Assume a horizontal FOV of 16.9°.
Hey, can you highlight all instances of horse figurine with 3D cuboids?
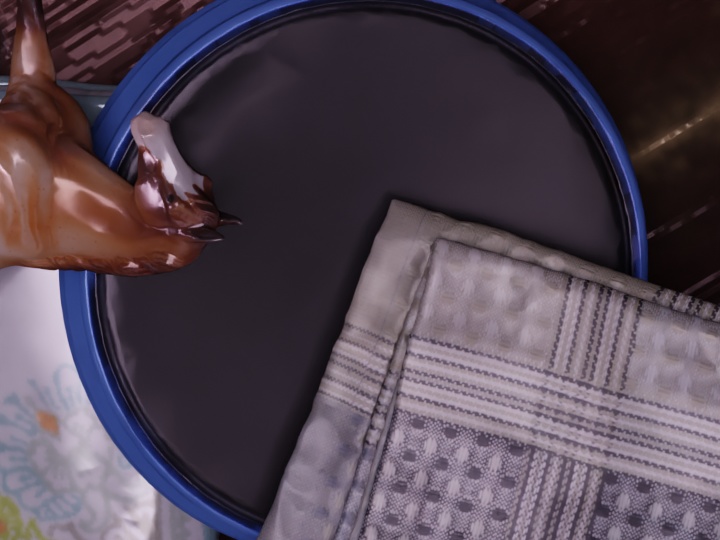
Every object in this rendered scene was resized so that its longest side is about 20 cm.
[{"bbox_3d":[-0.146,-0.029,0.770,0.199,0.050,0.133,-28,98,21],"label":"horse figurine"}]

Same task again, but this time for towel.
[{"bbox_3d":[-0.144,0.017,0.847,0.199,0.048,0.172,3,99,7],"label":"towel"},{"bbox_3d":[0.065,0.095,0.743,0.199,0.035,0.193,18,88,13],"label":"towel"}]

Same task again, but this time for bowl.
[{"bbox_3d":[0.000,0.000,0.803,0.199,0.039,0.202,-1,96,-8],"label":"bowl"}]
